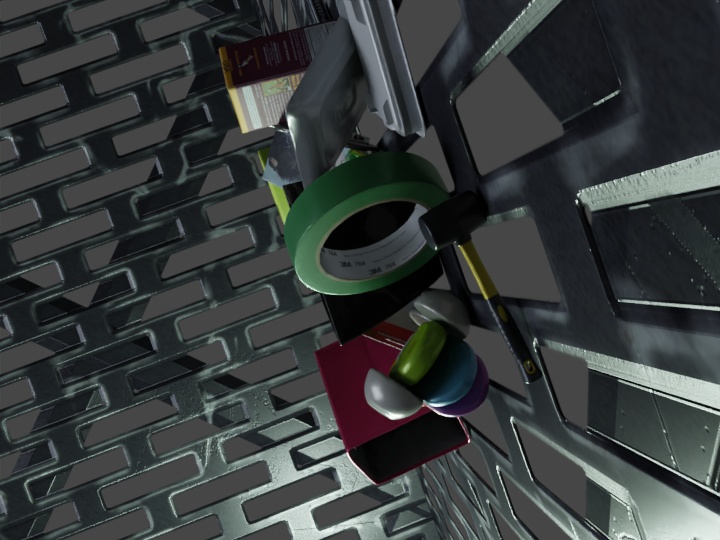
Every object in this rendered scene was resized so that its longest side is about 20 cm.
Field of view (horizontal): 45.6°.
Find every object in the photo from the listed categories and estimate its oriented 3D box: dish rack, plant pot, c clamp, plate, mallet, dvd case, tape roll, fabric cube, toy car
[{"bbox_3d":[0.019,-0.258,1.022,0.172,0.043,0.202,-121,12,-68],"label":"dish rack"},{"bbox_3d":[0.008,-0.042,1.232,0.200,0.175,0.202,-120,11,-72],"label":"plant pot"},{"bbox_3d":[-0.067,-0.224,1.405,0.171,0.197,0.027,-129,52,-77],"label":"c clamp"},{"bbox_3d":[-0.030,-0.228,1.144,0.032,0.201,0.200,22,159,15],"label":"plate"},{"bbox_3d":[0.119,0.023,0.858,0.041,0.065,0.202,137,113,-84],"label":"mallet"},{"bbox_3d":[-0.063,-0.409,1.488,0.150,0.024,0.202,95,156,-81],"label":"dvd case"},{"bbox_3d":[0.011,-0.051,0.994,0.201,0.198,0.049,77,172,-57],"label":"tape roll"},{"bbox_3d":[0.057,0.226,1.524,0.197,0.198,0.201,59,-174,-56],"label":"fabric cube"},{"bbox_3d":[0.102,0.135,1.159,0.149,0.176,0.200,34,170,6],"label":"toy car"},{"bbox_3d":[-0.083,-0.198,1.527,0.199,0.022,0.148,28,108,30],"label":"dvd case"},{"bbox_3d":[-0.176,-0.263,2.495,0.200,0.179,0.201,-117,9,-62],"label":"plant pot"}]

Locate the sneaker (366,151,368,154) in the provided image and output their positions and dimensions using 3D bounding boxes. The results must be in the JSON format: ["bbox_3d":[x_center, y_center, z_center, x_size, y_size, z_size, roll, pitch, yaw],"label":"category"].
[{"bbox_3d":[-0.055,-0.244,1.554,0.077,0.086,0.202,22,-137,-57],"label":"sneaker"}]

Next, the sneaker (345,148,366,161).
[{"bbox_3d":[0.020,-0.097,1.364,0.202,0.083,0.074,66,168,-18],"label":"sneaker"}]

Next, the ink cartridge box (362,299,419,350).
[{"bbox_3d":[0.054,0.072,1.364,0.048,0.159,0.200,-65,19,11],"label":"ink cartridge box"}]

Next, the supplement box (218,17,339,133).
[{"bbox_3d":[-0.105,-0.299,1.314,0.111,0.197,0.086,80,174,-62],"label":"supplement box"}]
